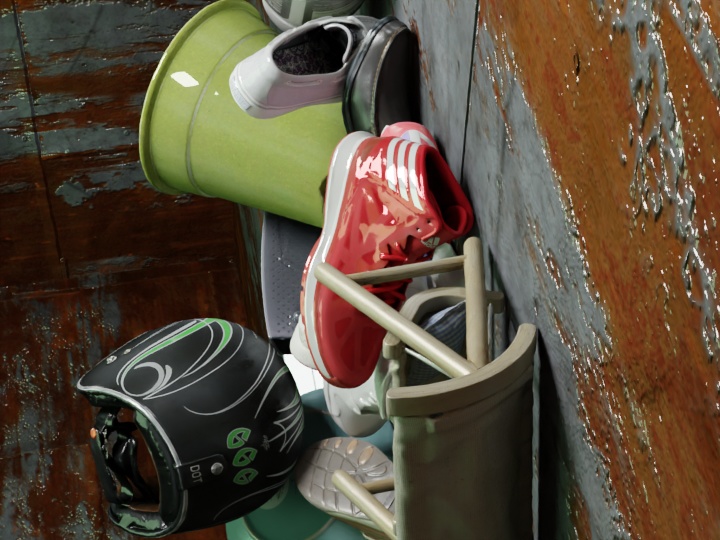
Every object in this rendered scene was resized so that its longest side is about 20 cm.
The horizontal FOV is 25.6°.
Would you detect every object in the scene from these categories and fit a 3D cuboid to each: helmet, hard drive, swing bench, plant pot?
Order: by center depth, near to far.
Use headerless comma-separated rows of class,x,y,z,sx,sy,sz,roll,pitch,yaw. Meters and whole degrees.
swing bench,0.057,0.115,1.116,0.200,0.128,0.201,-121,25,-58
helmet,-0.145,0.136,1.434,0.199,0.190,0.202,21,123,36
plant pot,-0.075,-0.129,1.497,0.189,0.200,0.201,26,140,25
hard drive,-0.029,0.001,1.518,0.043,0.133,0.201,94,174,-45

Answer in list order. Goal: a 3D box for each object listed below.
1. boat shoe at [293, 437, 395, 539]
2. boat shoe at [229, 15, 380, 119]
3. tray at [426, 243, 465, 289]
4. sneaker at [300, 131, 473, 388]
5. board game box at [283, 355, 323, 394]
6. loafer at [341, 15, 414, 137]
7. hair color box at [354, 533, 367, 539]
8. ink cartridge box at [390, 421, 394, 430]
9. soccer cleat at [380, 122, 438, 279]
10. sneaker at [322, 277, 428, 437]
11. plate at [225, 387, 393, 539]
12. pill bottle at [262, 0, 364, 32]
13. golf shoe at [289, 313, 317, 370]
boat shoe,0.022,0.206,1.369,0.199,0.076,0.072,21,151,42
boat shoe,-0.028,-0.188,1.363,0.068,0.199,0.073,-33,80,44
tray,0.075,0.081,1.314,0.108,0.022,0.202,-110,15,-62
sneaker,0.021,-0.004,1.214,0.115,0.078,0.202,8,97,46
board game box,-0.029,0.116,1.738,0.200,0.064,0.149,53,-155,-65
loafer,0.027,-0.121,1.378,0.072,0.073,0.202,28,129,31
hair color box,0.005,0.249,1.456,0.064,0.111,0.200,43,-172,-46
ink cartridge box,0.038,0.091,1.505,0.200,0.044,0.178,-144,47,-79
soccer cleat,0.037,-0.027,1.327,0.077,0.066,0.202,-98,9,-59
sneaker,0.019,0.102,1.325,0.201,0.073,0.116,105,159,-45
plate,-0.053,0.197,1.474,0.026,0.199,0.202,39,-152,-45
pill bottle,-0.040,-0.291,1.463,0.200,0.112,0.115,121,141,-77
golf shoe,0.000,0.000,1.427,0.092,0.075,0.201,96,-166,-46
